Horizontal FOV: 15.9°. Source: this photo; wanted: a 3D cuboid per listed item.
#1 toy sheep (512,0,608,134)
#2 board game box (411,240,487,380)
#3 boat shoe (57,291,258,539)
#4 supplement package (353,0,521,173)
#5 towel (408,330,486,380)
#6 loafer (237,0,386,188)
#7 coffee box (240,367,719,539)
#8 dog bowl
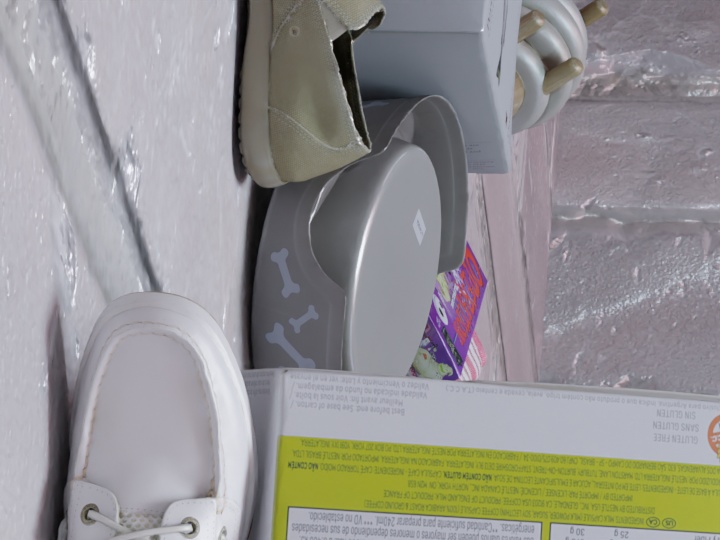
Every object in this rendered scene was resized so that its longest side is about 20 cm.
[{"bbox_3d":[0.122,-0.180,2.050,0.200,0.138,0.138,-57,150,-51],"label":"toy sheep"},{"bbox_3d":[0.035,-0.012,1.579,0.200,0.032,0.120,-67,136,-72],"label":"board game box"},{"bbox_3d":[-0.078,0.110,0.954,0.069,0.071,0.200,-65,157,-74],"label":"boat shoe"},{"bbox_3d":[0.025,-0.143,1.435,0.200,0.117,0.117,68,26,-70],"label":"supplement package"},{"bbox_3d":[0.027,0.015,1.621,0.146,0.030,0.200,64,13,-3],"label":"towel"},{"bbox_3d":[-0.022,-0.141,1.286,0.076,0.068,0.200,-32,123,-80],"label":"loafer"},{"bbox_3d":[0.032,0.146,1.073,0.200,0.200,0.198,168,-74,-74],"label":"coffee box"},{"bbox_3d":[0.000,0.000,1.387,0.200,0.059,0.200,10,90,-72],"label":"dog bowl"}]
